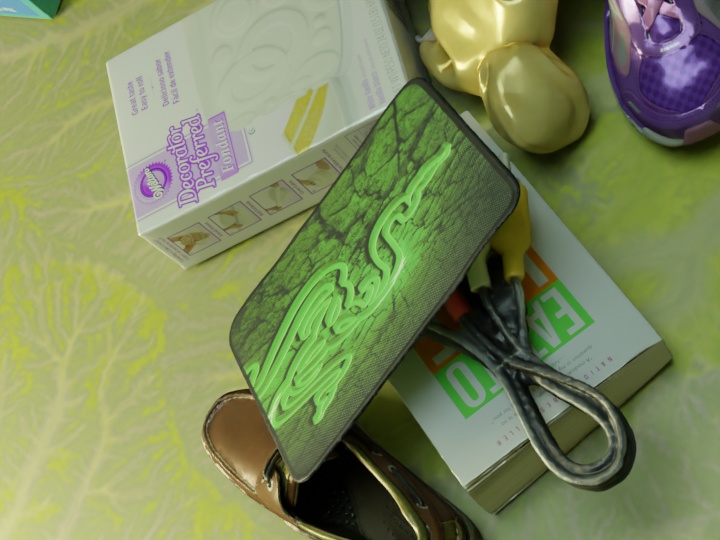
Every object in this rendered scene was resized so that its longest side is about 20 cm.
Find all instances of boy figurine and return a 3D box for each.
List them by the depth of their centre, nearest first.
[{"bbox_3d":[0.083,-0.158,0.916,0.124,0.064,0.201,-46,53,34],"label":"boy figurine"}]

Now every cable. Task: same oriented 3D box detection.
[{"bbox_3d":[0.068,0.032,0.800,0.097,0.050,0.201,-28,52,11],"label":"cable"}]

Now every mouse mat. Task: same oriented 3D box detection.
[{"bbox_3d":[0.000,0.000,0.844,0.201,0.008,0.161,-54,33,14],"label":"mouse mat"}]

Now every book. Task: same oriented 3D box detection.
[{"bbox_3d":[0.066,0.017,0.870,0.133,0.048,0.200,-39,54,3],"label":"book"}]

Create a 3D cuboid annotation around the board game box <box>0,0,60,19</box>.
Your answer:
[{"bbox_3d":[-0.329,-0.252,1.106,0.151,0.200,0.045,9,73,32],"label":"board game box"}]

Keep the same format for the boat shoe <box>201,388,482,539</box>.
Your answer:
[{"bbox_3d":[-0.021,0.112,0.855,0.199,0.068,0.072,23,82,35],"label":"boat shoe"}]

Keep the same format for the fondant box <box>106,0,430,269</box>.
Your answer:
[{"bbox_3d":[-0.058,-0.111,0.982,0.199,0.058,0.145,-26,58,17],"label":"fondant box"}]

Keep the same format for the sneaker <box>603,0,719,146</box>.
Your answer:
[{"bbox_3d":[0.163,-0.167,0.869,0.080,0.088,0.202,-17,62,20],"label":"sneaker"}]
